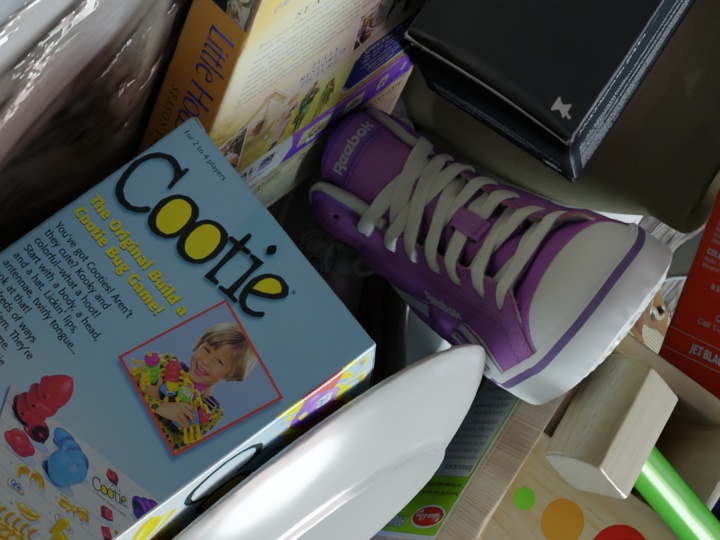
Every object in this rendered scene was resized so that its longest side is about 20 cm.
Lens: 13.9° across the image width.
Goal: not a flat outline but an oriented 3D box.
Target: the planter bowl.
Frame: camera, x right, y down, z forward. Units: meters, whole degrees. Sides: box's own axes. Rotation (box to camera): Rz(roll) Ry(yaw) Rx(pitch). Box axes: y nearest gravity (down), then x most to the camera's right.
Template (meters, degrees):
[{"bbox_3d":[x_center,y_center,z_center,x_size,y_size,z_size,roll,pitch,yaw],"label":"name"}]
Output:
[{"bbox_3d":[0.131,-0.102,1.286,0.200,0.135,0.200,-45,168,-13],"label":"planter bowl"}]

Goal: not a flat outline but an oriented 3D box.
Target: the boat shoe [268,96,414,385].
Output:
[{"bbox_3d":[-0.001,0.001,1.270,0.074,0.065,0.202,-37,150,-40],"label":"boat shoe"}]

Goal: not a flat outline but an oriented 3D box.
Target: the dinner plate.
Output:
[{"bbox_3d":[-0.028,0.097,1.052,0.200,0.024,0.200,-36,169,-8],"label":"dinner plate"}]

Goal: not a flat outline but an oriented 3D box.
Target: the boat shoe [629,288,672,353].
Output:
[{"bbox_3d":[0.104,0.020,1.370,0.200,0.075,0.074,55,44,-67],"label":"boat shoe"}]

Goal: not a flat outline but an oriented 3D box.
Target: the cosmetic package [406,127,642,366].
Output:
[{"bbox_3d":[0.067,-0.027,1.415,0.200,0.081,0.113,-33,158,-46],"label":"cosmetic package"}]

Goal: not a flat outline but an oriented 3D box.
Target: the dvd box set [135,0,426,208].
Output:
[{"bbox_3d":[-0.016,-0.090,1.068,0.146,0.029,0.200,-39,165,-34],"label":"dvd box set"}]

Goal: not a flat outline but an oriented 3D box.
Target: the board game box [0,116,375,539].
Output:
[{"bbox_3d":[-0.104,0.060,0.993,0.200,0.105,0.103,-36,165,-12],"label":"board game box"}]

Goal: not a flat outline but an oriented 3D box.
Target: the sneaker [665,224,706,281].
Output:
[{"bbox_3d":[0.182,-0.024,1.382,0.115,0.075,0.200,-47,-163,-4],"label":"sneaker"}]

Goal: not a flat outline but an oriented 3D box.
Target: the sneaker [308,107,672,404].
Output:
[{"bbox_3d":[0.036,-0.012,1.107,0.073,0.114,0.200,-53,-166,-10],"label":"sneaker"}]

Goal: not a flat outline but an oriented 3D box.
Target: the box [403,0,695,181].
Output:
[{"bbox_3d":[0.104,-0.142,1.121,0.200,0.079,0.141,-57,176,-1],"label":"box"}]

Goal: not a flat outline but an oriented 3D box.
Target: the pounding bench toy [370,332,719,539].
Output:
[{"bbox_3d":[0.110,0.101,1.159,0.124,0.156,0.200,-57,-167,-13],"label":"pounding bench toy"}]

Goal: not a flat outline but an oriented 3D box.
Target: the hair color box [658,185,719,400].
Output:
[{"bbox_3d":[0.202,-0.037,1.219,0.111,0.064,0.200,2,110,-55],"label":"hair color box"}]
